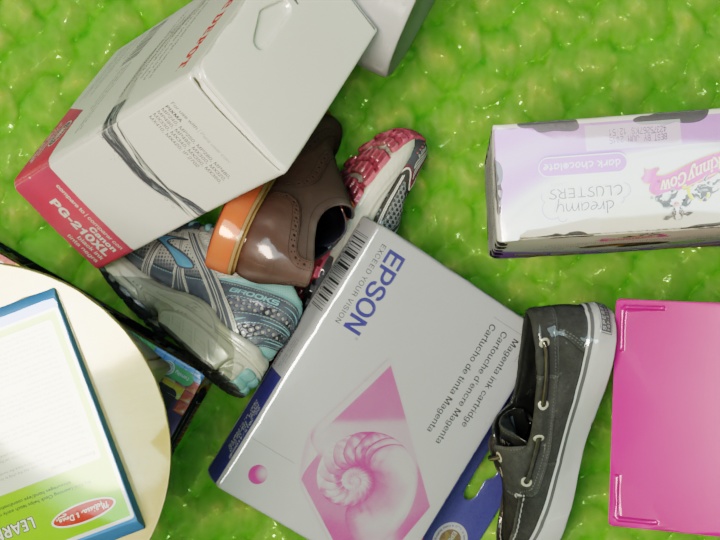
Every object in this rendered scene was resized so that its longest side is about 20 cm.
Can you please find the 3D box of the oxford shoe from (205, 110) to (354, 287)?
[{"bbox_3d":[-0.037,-0.044,1.057,0.072,0.200,0.072,22,124,3],"label":"oxford shoe"}]

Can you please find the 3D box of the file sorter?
[{"bbox_3d":[0.270,0.093,1.026,0.198,0.125,0.141,2,89,26],"label":"file sorter"}]

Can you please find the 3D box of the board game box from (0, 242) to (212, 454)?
[{"bbox_3d":[-0.223,0.092,1.121,0.199,0.057,0.166,30,91,4],"label":"board game box"}]

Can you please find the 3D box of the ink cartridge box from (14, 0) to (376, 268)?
[{"bbox_3d":[-0.103,-0.102,1.017,0.084,0.199,0.145,46,49,-20],"label":"ink cartridge box"}]

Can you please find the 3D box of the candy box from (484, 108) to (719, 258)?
[{"bbox_3d":[0.163,-0.051,1.031,0.166,0.200,0.072,-3,87,3],"label":"candy box"}]

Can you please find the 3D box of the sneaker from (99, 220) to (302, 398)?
[{"bbox_3d":[-0.112,0.003,1.091,0.086,0.078,0.200,-45,55,-11],"label":"sneaker"}]

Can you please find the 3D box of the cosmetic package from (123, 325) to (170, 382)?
[{"bbox_3d":[-0.186,0.078,0.991,0.073,0.200,0.104,38,92,2],"label":"cosmetic package"}]

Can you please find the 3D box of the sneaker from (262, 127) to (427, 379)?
[{"bbox_3d":[0.000,0.000,1.107,0.074,0.081,0.202,21,93,-17],"label":"sneaker"}]

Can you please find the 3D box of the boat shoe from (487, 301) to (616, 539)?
[{"bbox_3d":[0.112,0.105,1.060,0.056,0.069,0.202,6,120,-11],"label":"boat shoe"}]

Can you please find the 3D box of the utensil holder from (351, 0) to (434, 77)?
[{"bbox_3d":[-0.034,-0.242,1.071,0.199,0.170,0.171,27,89,2],"label":"utensil holder"}]

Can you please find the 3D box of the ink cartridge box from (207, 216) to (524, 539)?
[{"bbox_3d":[0.033,0.099,1.073,0.199,0.043,0.198,31,90,-19],"label":"ink cartridge box"}]

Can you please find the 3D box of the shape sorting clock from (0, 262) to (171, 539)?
[{"bbox_3d":[-0.199,0.096,0.871,0.198,0.039,0.203,0,92,0],"label":"shape sorting clock"}]
